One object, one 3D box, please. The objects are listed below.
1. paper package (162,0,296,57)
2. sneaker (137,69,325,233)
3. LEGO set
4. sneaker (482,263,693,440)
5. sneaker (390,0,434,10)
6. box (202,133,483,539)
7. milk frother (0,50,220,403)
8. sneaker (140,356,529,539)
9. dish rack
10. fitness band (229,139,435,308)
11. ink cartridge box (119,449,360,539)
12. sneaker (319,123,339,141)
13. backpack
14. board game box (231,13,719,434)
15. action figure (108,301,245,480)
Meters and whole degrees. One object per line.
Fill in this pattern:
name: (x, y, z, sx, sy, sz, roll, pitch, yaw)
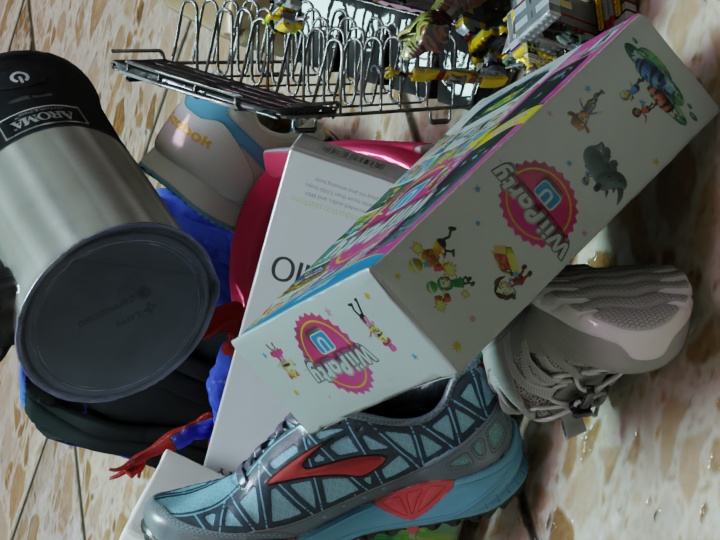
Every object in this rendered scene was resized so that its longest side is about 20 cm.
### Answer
paper package: (-0.046, -0.244, 1.804, 0.200, 0.103, 0.191, -145, 68, -71)
sneaker: (-0.046, -0.057, 1.619, 0.076, 0.200, 0.081, 37, 97, 32)
LEGO set: (0.046, -0.136, 1.364, 0.154, 0.200, 0.116, -33, 48, 39)
sneaker: (0.107, 0.039, 1.271, 0.200, 0.074, 0.082, -173, 79, -78)
sneaker: (0.037, -0.220, 1.582, 0.200, 0.077, 0.112, 147, 130, -66)
box: (0.007, 0.044, 1.422, 0.036, 0.144, 0.201, -57, -16, -69)
milk frother: (-0.186, 0.015, 1.532, 0.188, 0.180, 0.200, 54, 166, 46)
sneaker: (-0.019, 0.088, 1.369, 0.079, 0.199, 0.096, -121, 17, -67)
dish rack: (-0.031, -0.118, 1.487, 0.153, 0.200, 0.055, 17, 106, 39)
fitness band: (0.000, 0.000, 1.501, 0.200, 0.037, 0.144, 3, 102, 46)
ink cartridge box: (-0.039, 0.193, 1.448, 0.068, 0.199, 0.117, -63, -1, -46)
sneaker: (-0.052, -0.068, 1.790, 0.200, 0.090, 0.075, -25, -51, -80)
backpack: (-0.118, 0.039, 1.710, 0.168, 0.199, 0.163, -102, 28, -49)
board game box: (0.052, -0.021, 1.250, 0.200, 0.064, 0.147, -45, 9, -30)
action figure: (-0.094, 0.098, 1.572, 0.065, 0.099, 0.200, 52, 166, 20)
